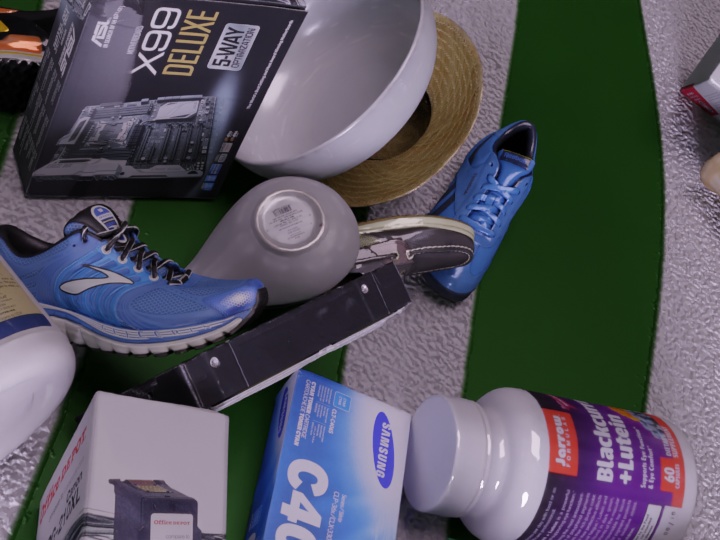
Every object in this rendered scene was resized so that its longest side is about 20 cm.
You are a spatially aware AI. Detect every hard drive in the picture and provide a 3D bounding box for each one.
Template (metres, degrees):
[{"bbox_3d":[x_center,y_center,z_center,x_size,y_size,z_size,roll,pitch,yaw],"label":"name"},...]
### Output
[{"bbox_3d":[-0.075,0.060,0.870,0.199,0.139,0.038,-27,90,-45],"label":"hard drive"}]

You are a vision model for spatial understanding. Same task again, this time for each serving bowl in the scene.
[{"bbox_3d":[-0.017,-0.145,1.038,0.066,0.199,0.202,44,35,-39],"label":"serving bowl"}]

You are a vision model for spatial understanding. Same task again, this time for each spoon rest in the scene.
[{"bbox_3d":[-0.095,-0.008,0.945,0.198,0.061,0.100,-20,67,-18],"label":"spoon rest"}]

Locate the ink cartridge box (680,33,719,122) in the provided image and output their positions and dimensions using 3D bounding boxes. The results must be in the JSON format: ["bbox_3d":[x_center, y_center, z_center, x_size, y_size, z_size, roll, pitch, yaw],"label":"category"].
[{"bbox_3d":[0.448,-0.165,1.370,0.199,0.084,0.145,37,4,0],"label":"ink cartridge box"}]

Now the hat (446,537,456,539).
[{"bbox_3d":[0.018,0.285,0.826,0.167,0.175,0.200,64,3,3],"label":"hat"}]

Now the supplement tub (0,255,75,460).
[{"bbox_3d":[-0.279,0.022,0.773,0.200,0.145,0.144,49,46,12],"label":"supplement tub"}]

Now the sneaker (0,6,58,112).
[{"bbox_3d":[-0.206,-0.170,1.023,0.198,0.070,0.091,4,57,-27],"label":"sneaker"}]

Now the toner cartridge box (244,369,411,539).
[{"bbox_3d":[-0.025,0.170,0.885,0.094,0.043,0.201,24,46,-15],"label":"toner cartridge box"}]

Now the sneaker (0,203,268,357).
[{"bbox_3d":[-0.156,0.005,0.841,0.197,0.090,0.079,4,7,10],"label":"sneaker"}]

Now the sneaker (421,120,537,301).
[{"bbox_3d":[0.105,-0.060,1.127,0.066,0.079,0.201,34,46,-6],"label":"sneaker"}]

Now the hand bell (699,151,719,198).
[{"bbox_3d":[0.398,-0.014,1.280,0.103,0.104,0.202,10,62,-25],"label":"hand bell"}]

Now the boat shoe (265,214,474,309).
[{"bbox_3d":[0.000,0.000,1.020,0.199,0.072,0.067,-2,67,-22],"label":"boat shoe"}]

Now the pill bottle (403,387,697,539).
[{"bbox_3d":[0.135,0.147,0.954,0.198,0.112,0.112,12,50,-24],"label":"pill bottle"}]

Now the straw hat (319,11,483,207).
[{"bbox_3d":[0.025,-0.123,1.111,0.085,0.199,0.203,47,23,-55],"label":"straw hat"}]

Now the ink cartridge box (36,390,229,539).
[{"bbox_3d":[-0.134,0.191,0.727,0.083,0.145,0.202,14,49,-20],"label":"ink cartridge box"}]

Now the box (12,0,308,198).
[{"bbox_3d":[-0.148,-0.136,0.941,0.156,0.201,0.050,-1,52,-33],"label":"box"}]
